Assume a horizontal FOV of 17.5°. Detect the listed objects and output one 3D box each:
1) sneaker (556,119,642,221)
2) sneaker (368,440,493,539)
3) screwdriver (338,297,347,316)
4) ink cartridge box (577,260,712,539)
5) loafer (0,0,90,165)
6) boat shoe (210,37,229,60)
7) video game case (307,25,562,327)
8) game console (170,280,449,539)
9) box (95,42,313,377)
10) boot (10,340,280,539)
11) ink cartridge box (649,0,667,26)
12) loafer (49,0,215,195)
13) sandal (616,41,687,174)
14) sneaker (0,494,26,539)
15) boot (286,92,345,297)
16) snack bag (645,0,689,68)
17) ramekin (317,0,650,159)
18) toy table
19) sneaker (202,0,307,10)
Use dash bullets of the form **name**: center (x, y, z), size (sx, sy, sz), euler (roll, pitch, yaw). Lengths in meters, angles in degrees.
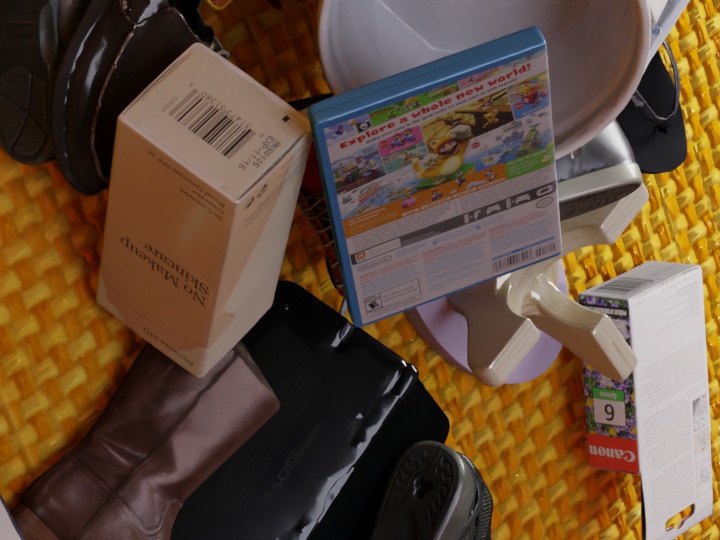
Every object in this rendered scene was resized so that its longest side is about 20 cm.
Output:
- **sneaker**: center (0.077, -0.076, 1.512), size (0.199, 0.075, 0.107), euler (-15, 76, -24)
- **sneaker**: center (0.034, 0.221, 1.620), size (0.114, 0.076, 0.200), euler (31, 83, -61)
- **screwdriver**: center (0.000, 0.000, 1.608), size (0.029, 0.028, 0.201), euler (11, 95, -36)
- **ink cartridge box**: center (0.216, 0.103, 1.758), size (0.109, 0.050, 0.201), euler (-21, 111, -49)
- **loafer**: center (-0.186, -0.167, 1.419), size (0.063, 0.072, 0.201), euler (-14, 114, -52)
- **boat shoe**: center (-0.105, -0.121, 1.475), size (0.072, 0.071, 0.201), euler (-42, 120, -24)
- **video game case**: center (0.049, -0.052, 1.399), size (0.142, 0.018, 0.200), euler (-19, 143, -6)
- **game console**: center (-0.048, 0.137, 1.589), size (0.175, 0.116, 0.201), euler (35, 78, -5)
- **box**: center (-0.097, -0.032, 1.410), size (0.078, 0.095, 0.200), euler (-47, 164, -31)
- **boot**: center (-0.103, 0.145, 1.491), size (0.186, 0.064, 0.200), euler (43, 72, -8)
- **ink cartridge box**: center (0.139, -0.267, 1.554), size (0.145, 0.147, 0.200), euler (59, 41, -30)
- **loafer**: center (-0.127, -0.138, 1.390), size (0.073, 0.071, 0.201), euler (6, 101, -69)
- **sandal**: center (0.199, -0.157, 1.720), size (0.076, 0.043, 0.201), euler (-35, 117, -28)
- **sneaker**: center (-0.275, 0.184, 1.392), size (0.146, 0.077, 0.203), euler (-45, 122, -26)
- **boot**: center (-0.017, -0.041, 1.493), size (0.200, 0.072, 0.145), euler (-18, 99, -73)
- **snack bag**: center (0.214, -0.179, 1.607), size (0.021, 0.200, 0.189), euler (35, 76, 0)
- **ramekin**: center (0.074, -0.168, 1.420), size (0.200, 0.199, 0.105), euler (53, 24, -30)
- **toy table**: center (0.112, 0.002, 1.635), size (0.200, 0.117, 0.184), euler (40, 73, -34)
- **sneaker**: center (-0.035, -0.214, 1.526), size (0.199, 0.073, 0.078), euler (-14, 126, -36)
